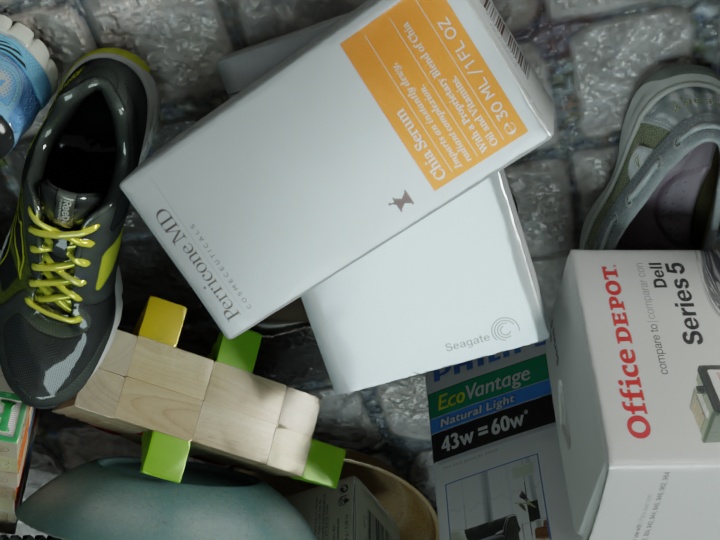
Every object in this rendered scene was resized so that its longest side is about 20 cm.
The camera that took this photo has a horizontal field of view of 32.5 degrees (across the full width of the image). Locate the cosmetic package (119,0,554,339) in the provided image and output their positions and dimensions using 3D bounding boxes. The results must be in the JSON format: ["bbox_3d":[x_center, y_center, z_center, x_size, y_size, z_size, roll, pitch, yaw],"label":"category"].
[{"bbox_3d":[-0.011,-0.064,0.626,0.199,0.071,0.102,-32,101,19],"label":"cosmetic package"}]

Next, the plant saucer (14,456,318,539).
[{"bbox_3d":[-0.120,0.148,0.798,0.197,0.039,0.201,7,178,0],"label":"plant saucer"}]

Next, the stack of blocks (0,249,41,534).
[{"bbox_3d":[-0.236,0.083,0.792,0.058,0.117,0.200,12,151,-11],"label":"stack of blocks"}]

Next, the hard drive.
[{"bbox_3d":[0.015,-0.040,0.682,0.130,0.027,0.203,-15,106,14],"label":"hard drive"}]

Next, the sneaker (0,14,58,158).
[{"bbox_3d":[-0.263,-0.078,0.658,0.197,0.091,0.079,-12,133,12],"label":"sneaker"}]

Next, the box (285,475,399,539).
[{"bbox_3d":[-0.073,0.224,0.911,0.197,0.069,0.083,-19,131,18],"label":"box"}]

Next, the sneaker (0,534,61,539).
[{"bbox_3d":[-0.227,0.230,0.844,0.196,0.095,0.070,4,166,-17],"label":"sneaker"}]

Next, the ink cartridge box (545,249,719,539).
[{"bbox_3d":[0.212,0.068,0.680,0.196,0.147,0.085,0,139,-3],"label":"ink cartridge box"}]

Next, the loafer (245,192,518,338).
[{"bbox_3d":[0.000,0.000,0.746,0.197,0.072,0.073,-20,131,18],"label":"loafer"}]

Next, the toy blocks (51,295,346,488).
[{"bbox_3d":[-0.121,0.088,0.805,0.198,0.101,0.136,21,164,-20],"label":"toy blocks"}]

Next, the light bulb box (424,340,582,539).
[{"bbox_3d":[0.137,0.175,0.824,0.123,0.202,0.199,-19,131,15],"label":"light bulb box"}]

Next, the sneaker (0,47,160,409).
[{"bbox_3d":[-0.161,-0.021,0.662,0.073,0.085,0.203,12,98,-3],"label":"sneaker"}]

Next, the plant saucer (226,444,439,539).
[{"bbox_3d":[-0.037,0.191,0.952,0.196,0.036,0.202,0,134,0],"label":"plant saucer"}]

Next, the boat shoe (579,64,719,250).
[{"bbox_3d":[0.176,-0.022,0.730,0.073,0.065,0.204,4,134,-3],"label":"boat shoe"}]
